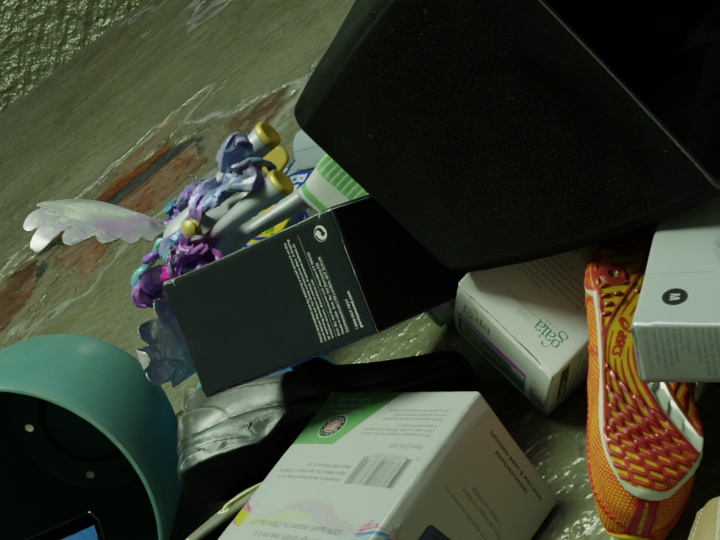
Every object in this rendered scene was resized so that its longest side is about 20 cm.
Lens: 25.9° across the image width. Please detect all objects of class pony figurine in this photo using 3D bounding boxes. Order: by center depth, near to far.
[{"bbox_3d":[-0.123,-0.018,1.152,0.200,0.167,0.193,-40,-10,21],"label":"pony figurine"}]

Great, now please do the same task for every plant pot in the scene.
[{"bbox_3d":[0.082,-0.119,0.858,0.177,0.200,0.200,-37,18,38],"label":"plant pot"},{"bbox_3d":[-0.213,0.137,1.093,0.199,0.201,0.161,-30,15,19],"label":"plant pot"}]

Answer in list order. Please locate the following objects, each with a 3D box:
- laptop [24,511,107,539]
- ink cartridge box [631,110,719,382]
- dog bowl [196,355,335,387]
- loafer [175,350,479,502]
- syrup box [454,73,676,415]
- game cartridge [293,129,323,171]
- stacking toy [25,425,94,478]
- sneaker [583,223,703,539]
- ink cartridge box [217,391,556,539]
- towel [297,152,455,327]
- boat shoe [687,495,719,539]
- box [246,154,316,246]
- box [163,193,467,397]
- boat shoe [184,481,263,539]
[{"bbox_3d":[-0.224,0.275,0.949,0.176,0.104,0.201,-26,25,28],"label":"laptop"},{"bbox_3d":[0.247,-0.020,0.778,0.198,0.041,0.200,-1,37,20],"label":"ink cartridge box"},{"bbox_3d":[-0.063,0.098,1.115,0.111,0.050,0.200,-39,21,-3],"label":"dog bowl"},{"bbox_3d":[-0.025,0.081,0.993,0.198,0.073,0.073,-14,52,-2],"label":"loafer"},{"bbox_3d":[0.151,-0.017,0.928,0.200,0.079,0.082,-44,-18,-11],"label":"syrup box"},{"bbox_3d":[0.050,-0.115,1.248,0.199,0.041,0.133,-14,1,-38],"label":"game cartridge"},{"bbox_3d":[-0.290,0.172,1.274,0.146,0.146,0.200,-48,5,-25],"label":"stacking toy"},{"bbox_3d":[0.144,0.050,0.821,0.072,0.078,0.201,13,49,5],"label":"sneaker"},{"bbox_3d":[-0.010,0.166,0.852,0.145,0.088,0.200,-6,37,53],"label":"ink cartridge box"},{"bbox_3d":[0.059,-0.065,1.037,0.200,0.152,0.023,-47,0,41],"label":"towel"},{"bbox_3d":[0.133,0.171,0.636,0.069,0.074,0.201,-17,30,29],"label":"boat shoe"},{"bbox_3d":[-0.052,-0.027,1.314,0.064,0.070,0.201,-21,27,40],"label":"box"},{"bbox_3d":[0.000,0.000,0.960,0.140,0.080,0.199,-19,1,37],"label":"box"},{"bbox_3d":[-0.098,0.198,0.919,0.202,0.072,0.060,-46,-3,-35],"label":"boat shoe"}]
